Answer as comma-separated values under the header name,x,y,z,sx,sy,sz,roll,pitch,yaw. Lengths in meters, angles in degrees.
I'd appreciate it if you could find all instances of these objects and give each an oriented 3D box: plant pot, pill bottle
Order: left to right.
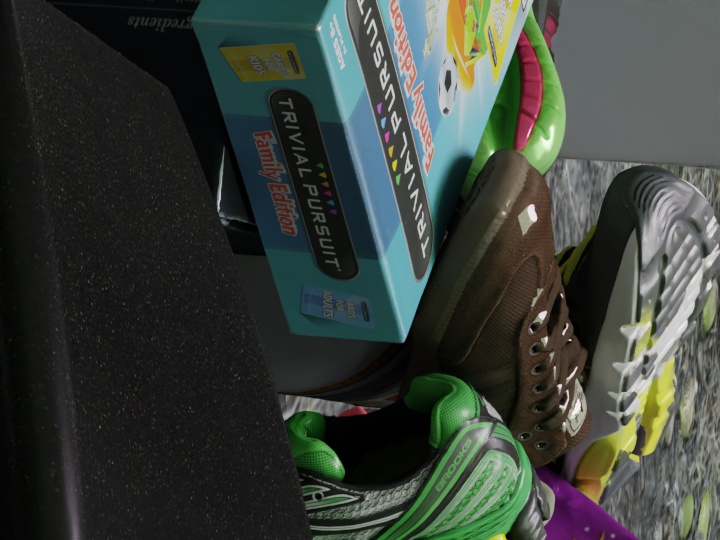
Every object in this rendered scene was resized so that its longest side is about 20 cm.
name,x,y,z,sx,sy,sz,roll,pitch,yaw
plant pot,-0.131,0.026,0.794,0.199,0.200,0.178,32,54,-68
pill bottle,0.000,0.000,1.247,0.200,0.116,0.117,18,78,-70

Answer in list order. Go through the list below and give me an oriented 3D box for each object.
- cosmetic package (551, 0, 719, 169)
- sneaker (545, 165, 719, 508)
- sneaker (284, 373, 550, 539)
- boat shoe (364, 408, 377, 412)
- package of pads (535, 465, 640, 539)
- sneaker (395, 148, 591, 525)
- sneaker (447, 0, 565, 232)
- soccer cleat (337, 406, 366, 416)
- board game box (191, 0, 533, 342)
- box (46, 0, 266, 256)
name,x,y,z,sx,sy,sz,roll,pitch,yaw
cosmetic package,0.123,-0.144,1.436,0.199,0.200,0.123,-52,143,-58
sneaker,0.085,0.024,1.188,0.074,0.085,0.200,-48,160,-33
sneaker,-0.035,0.095,1.096,0.078,0.200,0.085,-115,180,-58
boat shoe,0.024,0.169,1.429,0.072,0.068,0.200,-19,114,-71
package of pads,0.029,0.168,1.191,0.200,0.120,0.076,-40,146,-22
sneaker,0.059,0.030,1.123,0.200,0.075,0.071,105,8,-55
sneaker,0.048,-0.094,1.200,0.084,0.077,0.200,100,0,-48
soccer cleat,-0.016,0.104,1.305,0.077,0.067,0.200,55,16,8
board game box,0.010,-0.099,1.043,0.151,0.047,0.200,74,28,-45
box,-0.062,-0.111,1.064,0.148,0.104,0.200,17,79,-71
